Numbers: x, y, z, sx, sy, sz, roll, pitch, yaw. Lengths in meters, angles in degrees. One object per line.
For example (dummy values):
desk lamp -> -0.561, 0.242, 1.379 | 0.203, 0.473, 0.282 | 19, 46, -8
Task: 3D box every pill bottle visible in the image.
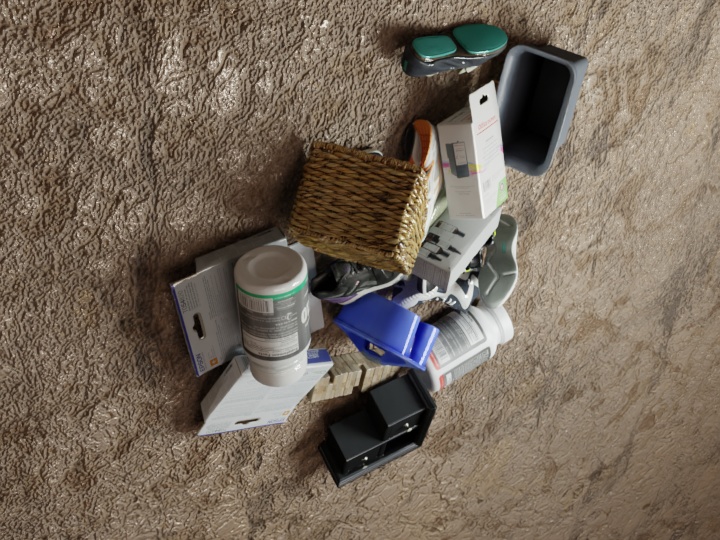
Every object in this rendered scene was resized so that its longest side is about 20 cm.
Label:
pill bottle -> -0.133, 0.074, 1.380 | 0.111, 0.113, 0.203 | -19, 131, -23
pill bottle -> 0.194, 0.140, 1.744 | 0.197, 0.116, 0.117 | -28, 134, -16

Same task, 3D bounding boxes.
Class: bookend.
bookend -> 0.030, 0.303, 1.714 | 0.195, 0.093, 0.201 | -22, 153, -19

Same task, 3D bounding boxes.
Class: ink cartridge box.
ink cartridge box -> 0.184, -0.199, 1.470 | 0.117, 0.066, 0.204 | -37, 123, -53
ink cartridge box -> -0.200, 0.051, 1.437 | 0.197, 0.041, 0.203 | -23, 131, -20
ink cartridge box -> -0.173, 0.210, 1.555 | 0.197, 0.041, 0.201 | -1, 142, -41

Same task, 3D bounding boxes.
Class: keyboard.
keyboard -> -0.096, 0.033, 1.534 | 0.056, 0.011, 0.203 | -27, 134, -24

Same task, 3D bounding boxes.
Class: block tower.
block tower -> -0.015, 0.193, 1.676 | 0.197, 0.054, 0.059 | -6, 125, -34

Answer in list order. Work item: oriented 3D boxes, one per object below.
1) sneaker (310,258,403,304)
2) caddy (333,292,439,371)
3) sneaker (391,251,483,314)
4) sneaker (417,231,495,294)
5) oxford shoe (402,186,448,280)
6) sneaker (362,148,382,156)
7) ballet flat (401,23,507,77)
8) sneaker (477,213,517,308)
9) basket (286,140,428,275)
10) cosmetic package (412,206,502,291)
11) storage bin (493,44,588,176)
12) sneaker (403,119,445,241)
sneaker -> 0.000, 0.000, 1.473 | 0.199, 0.077, 0.087 | -35, 156, 32
caddy -> 0.040, 0.111, 1.564 | 0.141, 0.198, 0.107 | 32, 84, -46
sneaker -> 0.153, 0.047, 1.671 | 0.198, 0.079, 0.131 | -35, 128, -23
sneaker -> 0.175, -0.027, 1.589 | 0.200, 0.082, 0.073 | -47, 149, -31
oxford shoe -> 0.105, -0.082, 1.560 | 0.203, 0.057, 0.075 | -63, 158, 8
sneaker -> 0.025, -0.095, 1.473 | 0.074, 0.085, 0.203 | -21, 132, -21
ballet flat -> 0.142, -0.339, 1.399 | 0.197, 0.073, 0.074 | -19, 131, -32
sneaker -> 0.260, -0.005, 1.656 | 0.069, 0.203, 0.081 | 7, 143, 12
basket -> 0.006, -0.093, 1.386 | 0.143, 0.196, 0.152 | 44, 62, -71
cosmetic package -> 0.164, -0.056, 1.540 | 0.200, 0.081, 0.051 | -48, 158, -39
storage bin -> 0.299, -0.285, 1.511 | 0.134, 0.144, 0.204 | -33, 142, -50
sneaker -> 0.116, -0.142, 1.482 | 0.091, 0.075, 0.205 | 2, 99, -46
